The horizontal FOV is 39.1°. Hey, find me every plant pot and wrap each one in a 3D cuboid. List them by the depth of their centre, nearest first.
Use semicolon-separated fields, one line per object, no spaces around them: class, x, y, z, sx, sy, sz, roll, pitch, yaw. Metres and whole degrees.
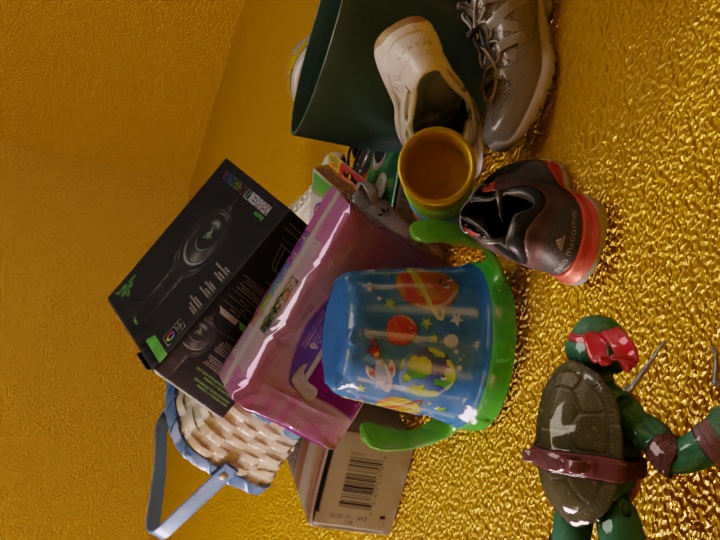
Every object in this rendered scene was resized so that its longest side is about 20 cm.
plant pot;0.038;-0.201;0.947;0.200;0.159;0.203;-164;90;-79

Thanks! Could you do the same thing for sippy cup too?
sippy cup;0.040;0.055;0.810;0.140;0.128;0.181;155;120;-74

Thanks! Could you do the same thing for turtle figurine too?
turtle figurine;0.134;0.100;0.535;0.150;0.099;0.203;178;98;-74

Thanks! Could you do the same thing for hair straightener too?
hair straightener;0.019;-0.178;1.266;0.077;0.040;0.202;-98;20;-51

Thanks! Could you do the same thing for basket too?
basket;-0.148;0.159;1.042;0.199;0.139;0.177;-37;33;20

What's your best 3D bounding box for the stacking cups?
stacking cups;0.065;-0.066;0.847;0.200;0.060;0.061;54;-134;-81

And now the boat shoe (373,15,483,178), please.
boat shoe;0.066;-0.120;0.848;0.070;0.070;0.200;64;-173;34

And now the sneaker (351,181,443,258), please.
sneaker;0.000;0.000;1.026;0.115;0.075;0.200;51;140;13

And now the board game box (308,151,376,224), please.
board game box;-0.025;-0.021;1.116;0.095;0.030;0.202;42;135;41

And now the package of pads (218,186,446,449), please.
package of pads;-0.023;0.043;0.887;0.202;0.120;0.076;-59;26;4

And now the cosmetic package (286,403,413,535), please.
cosmetic package;-0.020;0.174;1.039;0.200;0.086;0.105;-134;56;-72

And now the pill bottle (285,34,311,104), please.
pill bottle;-0.032;-0.221;1.176;0.200;0.108;0.111;-114;38;-74

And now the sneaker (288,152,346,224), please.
sneaker;-0.077;-0.070;1.322;0.073;0.084;0.202;-65;-5;-59

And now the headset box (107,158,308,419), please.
headset box;-0.135;0.017;0.970;0.200;0.093;0.174;-49;35;-1

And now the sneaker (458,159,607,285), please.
sneaker;0.109;-0.048;0.743;0.200;0.081;0.078;-133;56;-74

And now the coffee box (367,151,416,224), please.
coffee box;0.046;-0.125;1.097;0.123;0.043;0.203;174;106;-74

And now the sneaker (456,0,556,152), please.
sneaker;0.112;-0.194;0.838;0.075;0.081;0.203;143;136;-67
